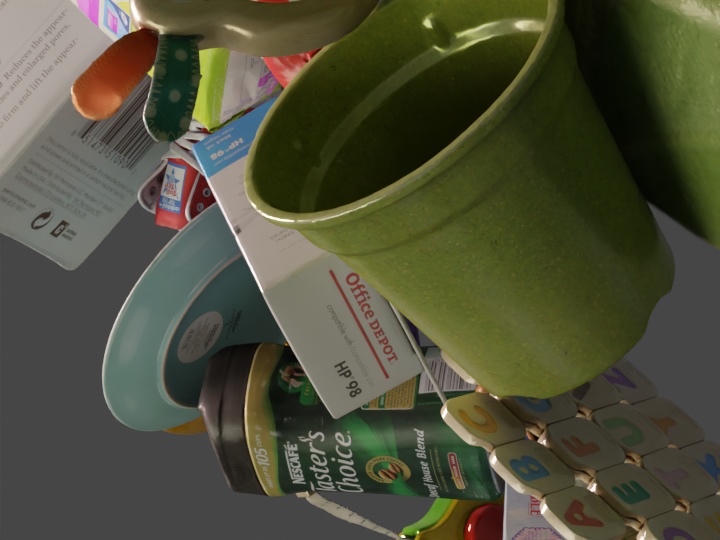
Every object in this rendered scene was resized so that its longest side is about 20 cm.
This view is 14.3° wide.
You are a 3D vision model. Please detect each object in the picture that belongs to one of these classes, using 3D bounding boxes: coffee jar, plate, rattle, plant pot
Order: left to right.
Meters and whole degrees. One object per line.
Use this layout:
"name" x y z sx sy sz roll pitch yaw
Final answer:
"plate" -0.089 0.030 1.918 0.026 0.200 0.200 39 155 28
"rattle" -0.069 -0.175 1.545 0.130 0.200 0.143 53 152 14
"coffee jar" -0.003 0.099 1.885 0.199 0.085 0.104 0 141 15
"plant pot" 0.070 -0.035 1.551 0.184 0.200 0.200 51 162 -27

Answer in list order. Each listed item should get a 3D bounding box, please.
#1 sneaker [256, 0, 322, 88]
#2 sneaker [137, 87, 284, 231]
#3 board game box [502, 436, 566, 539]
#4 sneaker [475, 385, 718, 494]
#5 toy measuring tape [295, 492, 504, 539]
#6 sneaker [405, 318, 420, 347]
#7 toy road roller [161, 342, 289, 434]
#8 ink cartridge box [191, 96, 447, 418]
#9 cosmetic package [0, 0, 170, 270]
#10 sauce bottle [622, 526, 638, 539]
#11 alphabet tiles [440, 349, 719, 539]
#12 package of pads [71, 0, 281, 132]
"sneaker" -0.004 -0.103 1.697 0.200 0.077 0.085 57 -175 -31
"sneaker" -0.108 -0.101 1.889 0.071 0.112 0.200 20 141 54
"board game box" 0.108 0.215 1.793 0.200 0.041 0.200 -82 -8 -63
"sneaker" 0.152 0.120 1.731 0.200 0.085 0.073 40 155 17
"toy measuring tape" 0.050 0.164 1.986 0.200 0.074 0.074 28 166 -20
"sneaker" 0.000 0.000 1.882 0.088 0.080 0.200 15 138 44
"toy road roller" -0.079 0.079 2.066 0.200 0.146 0.123 49 159 10
"ink cartridge box" -0.026 0.002 1.700 0.116 0.067 0.200 62 180 -39
"cosmetic package" -0.241 -0.137 1.969 0.200 0.165 0.165 43 -176 26
"sauce bottle" 0.179 0.190 1.735 0.066 0.066 0.200 61 178 -21
"alphabet tiles" 0.139 0.097 1.629 0.200 0.195 0.015 44 120 24
"package of pads" -0.105 -0.198 1.752 0.154 0.068 0.200 43 146 23
